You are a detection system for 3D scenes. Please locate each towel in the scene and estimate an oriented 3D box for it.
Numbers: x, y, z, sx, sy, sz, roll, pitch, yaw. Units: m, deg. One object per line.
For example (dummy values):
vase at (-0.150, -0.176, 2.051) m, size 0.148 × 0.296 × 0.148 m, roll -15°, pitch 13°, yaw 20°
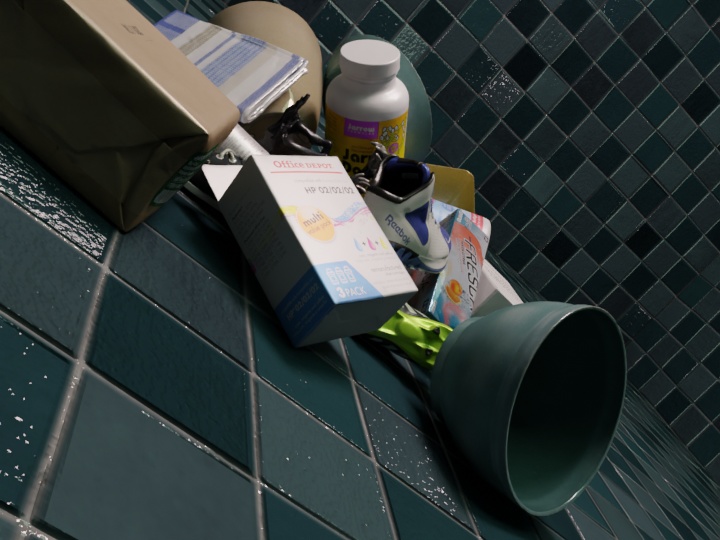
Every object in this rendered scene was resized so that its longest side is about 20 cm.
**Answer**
towel at (-0.177, -0.243, 0.989) m, size 0.198 × 0.024 × 0.147 m, roll 24°, pitch 46°, yaw 14°

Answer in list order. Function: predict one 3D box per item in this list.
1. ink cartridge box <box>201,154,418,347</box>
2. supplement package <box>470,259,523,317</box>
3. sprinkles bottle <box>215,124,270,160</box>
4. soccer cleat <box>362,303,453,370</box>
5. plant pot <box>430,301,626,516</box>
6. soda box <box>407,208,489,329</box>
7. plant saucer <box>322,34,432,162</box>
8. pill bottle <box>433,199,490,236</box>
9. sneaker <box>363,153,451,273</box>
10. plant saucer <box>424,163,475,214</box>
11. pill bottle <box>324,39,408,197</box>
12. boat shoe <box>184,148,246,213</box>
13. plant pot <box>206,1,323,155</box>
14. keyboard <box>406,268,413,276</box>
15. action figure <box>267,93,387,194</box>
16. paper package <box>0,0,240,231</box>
ink cartridge box at (-0.049, -0.039, 0.761) m, size 0.114 × 0.068 × 0.202 m, roll -7°, pitch 59°, yaw -48°
supplement package at (0.155, 0.063, 1.143) m, size 0.120 × 0.121 × 0.200 m, roll 42°, pitch 12°, yaw -20°
sprinkles bottle at (-0.137, -0.119, 0.905) m, size 0.200 × 0.068 × 0.068 m, roll 44°, pitch 11°, yaw -3°
soccer cleat at (0.023, 0.052, 0.897) m, size 0.199 × 0.068 × 0.081 m, roll 34°, pitch -17°, yaw -9°
plant pot at (0.154, 0.119, 0.832) m, size 0.133 × 0.203 × 0.199 m, roll 17°, pitch -11°, yaw 45°
soda box at (0.105, 0.016, 1.053) m, size 0.063 × 0.068 × 0.201 m, roll 39°, pitch 42°, yaw -17°
plant saucer at (0.010, -0.212, 1.132) m, size 0.036 × 0.201 × 0.200 m, roll -29°, pitch 68°, yaw -37°
pill bottle at (0.089, -0.058, 1.271) m, size 0.197 × 0.110 × 0.109 m, roll 19°, pitch 13°, yaw -3°
sneaker at (0.058, -0.064, 0.937) m, size 0.080 × 0.117 × 0.198 m, roll 28°, pitch 14°, yaw 27°
plant saucer at (0.086, -0.099, 1.371) m, size 0.197 × 0.049 × 0.201 m, roll 11°, pitch -27°, yaw 15°
pill bottle at (0.006, -0.176, 1.045) m, size 0.102 × 0.203 × 0.105 m, roll 2°, pitch 37°, yaw -1°
boat shoe at (-0.126, -0.085, 0.841) m, size 0.199 × 0.060 × 0.076 m, roll 41°, pitch 12°, yaw -13°
plant pot at (-0.123, -0.218, 1.095) m, size 0.187 × 0.187 × 0.201 m, roll 35°, pitch 24°, yaw -37°
keyboard at (0.023, -0.033, 1.194) m, size 0.200 × 0.056 × 0.011 m, roll 50°, pitch 10°, yaw 27°
action figure at (-0.020, -0.100, 0.966) m, size 0.200 × 0.101 × 0.120 m, roll 48°, pitch 28°, yaw -21°
paper package at (-0.204, -0.147, 0.684) m, size 0.190 × 0.104 × 0.200 m, roll 41°, pitch 11°, yaw -11°
